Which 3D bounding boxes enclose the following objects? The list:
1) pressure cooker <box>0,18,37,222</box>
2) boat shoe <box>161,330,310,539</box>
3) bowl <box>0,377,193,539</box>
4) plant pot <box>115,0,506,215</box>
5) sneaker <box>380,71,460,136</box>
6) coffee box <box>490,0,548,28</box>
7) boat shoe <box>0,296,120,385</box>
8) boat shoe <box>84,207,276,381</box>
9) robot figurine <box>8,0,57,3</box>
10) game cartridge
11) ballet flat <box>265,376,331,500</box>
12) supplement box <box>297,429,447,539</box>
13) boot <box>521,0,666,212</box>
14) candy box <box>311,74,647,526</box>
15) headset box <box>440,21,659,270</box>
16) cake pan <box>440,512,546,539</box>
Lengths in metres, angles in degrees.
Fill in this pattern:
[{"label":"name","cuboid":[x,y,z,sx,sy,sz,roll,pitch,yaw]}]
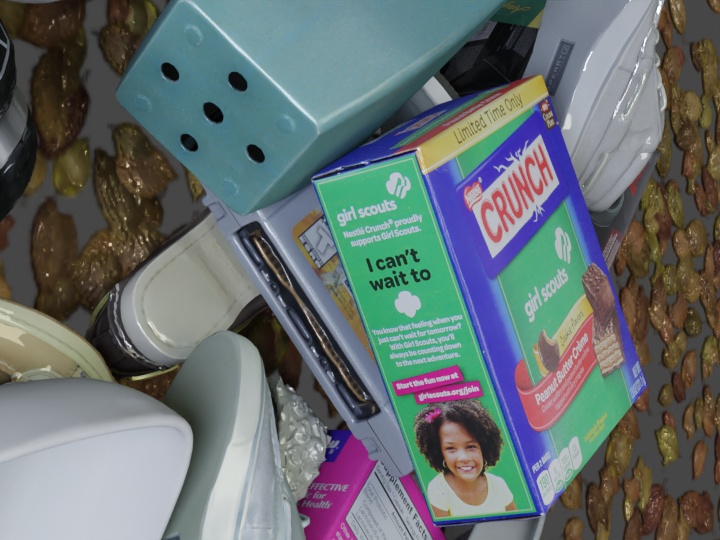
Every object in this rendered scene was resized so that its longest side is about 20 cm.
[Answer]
[{"label":"pressure cooker","cuboid":[-0.230,-0.082,0.513,0.178,0.175,0.201,-39,121,-21]},{"label":"boat shoe","cuboid":[-0.062,0.131,0.701,0.071,0.070,0.202,27,56,-39]},{"label":"bowl","cuboid":[-0.177,0.129,0.606,0.199,0.075,0.201,-8,130,-54]},{"label":"plant pot","cuboid":[-0.023,-0.132,0.764,0.141,0.141,0.200,42,49,-5]},{"label":"sneaker","cuboid":[0.024,-0.035,0.945,0.120,0.083,0.201,-30,97,-27]},{"label":"coffee box","cuboid":[0.078,-0.259,0.985,0.122,0.044,0.202,5,63,-26]},{"label":"boat shoe","cuboid":[-0.151,0.072,0.699,0.200,0.073,0.063,45,50,-45]},{"label":"boat shoe","cuboid":[-0.077,0.001,0.822,0.072,0.059,0.200,57,38,-6]},{"label":"robot figurine","cuboid":[-0.139,-0.219,0.691,0.125,0.149,0.201,93,17,-56]},{"label":"game cartridge","cuboid":[0.000,0.000,0.835,0.201,0.041,0.133,57,43,-9]},{"label":"ballet flat","cuboid":[-0.078,0.132,0.768,0.072,0.071,0.201,63,35,-30]},{"label":"supplement box","cuboid":[-0.045,0.192,0.818,0.200,0.101,0.104,-56,130,-42]},{"label":"boot","cuboid":[0.164,-0.135,0.947,0.095,0.073,0.201,15,107,-42]},{"label":"candy box","cuboid":[0.072,0.011,0.808,0.169,0.077,0.201,-35,107,-54]},{"label":"headset box","cuboid":[0.139,-0.094,1.062,0.201,0.077,0.149,60,44,-31]},{"label":"cake pan","cuboid":[0.045,0.214,0.900,0.037,0.201,0.201,32,50,1]}]
